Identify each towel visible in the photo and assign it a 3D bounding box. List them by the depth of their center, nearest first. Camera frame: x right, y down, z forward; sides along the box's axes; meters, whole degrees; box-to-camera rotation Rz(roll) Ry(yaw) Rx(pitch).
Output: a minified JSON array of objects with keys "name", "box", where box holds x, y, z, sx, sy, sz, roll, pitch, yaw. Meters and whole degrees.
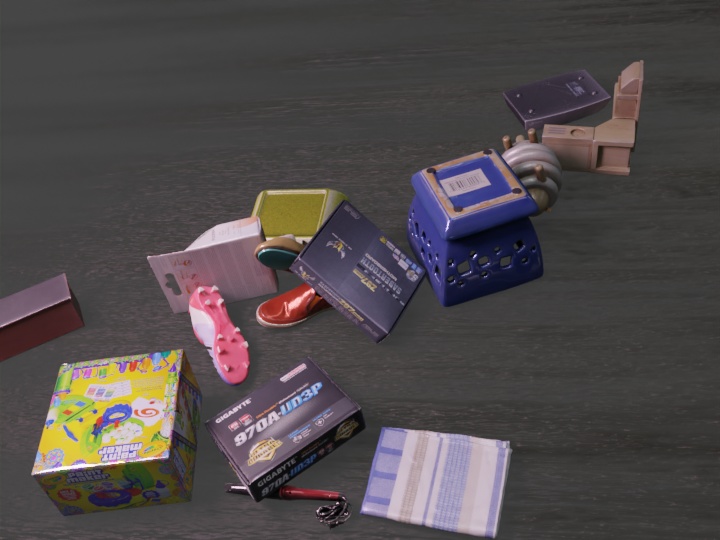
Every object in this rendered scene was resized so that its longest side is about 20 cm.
[{"name":"towel","box":[0.109,0.296,1.106,0.196,0.024,0.148,4,49,17]}]

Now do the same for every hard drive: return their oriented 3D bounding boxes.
[{"name":"hard drive","box":[0.423,-0.367,1.688,0.196,0.043,0.136,-17,45,-6]}]

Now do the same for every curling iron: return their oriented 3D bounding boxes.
[{"name":"curling iron","box":[-0.106,0.325,1.113,0.196,0.026,0.050,8,44,18]}]

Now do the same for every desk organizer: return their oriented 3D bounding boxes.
[{"name":"desk organizer","box":[-0.607,0.092,1.399,0.197,0.078,0.072,-24,46,-13]}]

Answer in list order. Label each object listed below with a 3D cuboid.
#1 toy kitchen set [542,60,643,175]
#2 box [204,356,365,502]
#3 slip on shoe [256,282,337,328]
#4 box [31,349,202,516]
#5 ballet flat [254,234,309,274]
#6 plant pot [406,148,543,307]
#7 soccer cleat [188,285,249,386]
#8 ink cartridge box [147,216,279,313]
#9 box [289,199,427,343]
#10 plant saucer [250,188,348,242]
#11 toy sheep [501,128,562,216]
[{"name":"toy kitchen set","box":[0.462,-0.322,1.551,0.177,0.165,0.202,6,46,16]},{"name":"box","box":[-0.114,0.233,1.175,0.198,0.047,0.159,-30,39,-20]},{"name":"slip on shoe","box":[-0.089,0.045,1.363,0.196,0.062,0.075,-17,47,-5]},{"name":"box","box":[-0.356,0.242,1.174,0.196,0.123,0.195,-7,45,3]},{"name":"ballet flat","box":[-0.114,-0.028,1.359,0.068,0.199,0.064,-26,60,27]},{"name":"plant pot","box":[0.194,-0.086,1.355,0.197,0.182,0.202,-17,46,-7]},{"name":"soccer cleat","box":[-0.243,0.118,1.328,0.066,0.077,0.202,-4,53,-38]},{"name":"ink cartridge box","box":[-0.254,-0.006,1.372,0.196,0.164,0.051,-10,49,1]},{"name":"box","box":[0.000,0.000,1.324,0.199,0.051,0.158,40,55,-5]},{"name":"plant saucer","box":[-0.133,-0.095,1.518,0.196,0.048,0.202,0,46,10]},{"name":"toy sheep","box":[0.314,-0.183,1.462,0.135,0.139,0.203,-2,54,9]}]
